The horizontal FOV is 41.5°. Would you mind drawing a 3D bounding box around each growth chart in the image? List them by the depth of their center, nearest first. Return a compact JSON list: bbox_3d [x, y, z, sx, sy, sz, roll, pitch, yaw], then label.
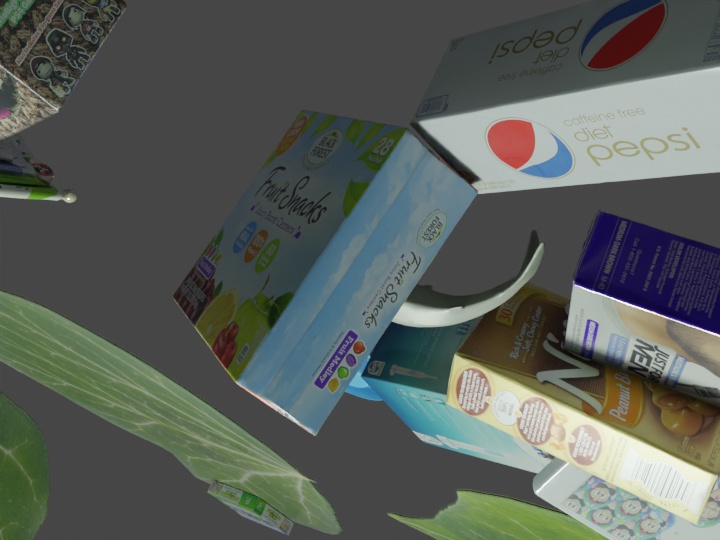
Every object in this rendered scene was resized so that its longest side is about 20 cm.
[{"bbox_3d":[-0.329,-0.134,0.773,0.202,0.018,0.144,56,-160,8],"label":"growth chart"}]

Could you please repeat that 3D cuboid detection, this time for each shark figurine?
[{"bbox_3d":[0.027,0.006,0.689,0.211,0.131,0.089,18,180,29],"label":"shark figurine"}]

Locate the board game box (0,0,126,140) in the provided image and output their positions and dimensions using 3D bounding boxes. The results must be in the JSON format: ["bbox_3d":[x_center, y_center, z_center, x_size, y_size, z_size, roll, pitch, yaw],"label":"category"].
[{"bbox_3d":[-0.295,-0.200,0.671,0.199,0.098,0.158,39,155,-29],"label":"board game box"}]

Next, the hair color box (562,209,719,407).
[{"bbox_3d":[0.239,0.041,0.631,0.196,0.066,0.110,19,157,18],"label":"hair color box"}]

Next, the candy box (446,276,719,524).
[{"bbox_3d":[0.176,0.089,0.708,0.197,0.115,0.056,24,130,20],"label":"candy box"}]

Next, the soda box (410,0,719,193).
[{"bbox_3d":[0.121,-0.089,0.477,0.068,0.064,0.198,41,155,-32],"label":"soda box"}]

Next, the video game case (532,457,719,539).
[{"bbox_3d":[0.279,0.180,0.812,0.198,0.024,0.183,31,121,-11],"label":"video game case"}]

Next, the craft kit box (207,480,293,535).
[{"bbox_3d":[-0.323,0.698,2.797,0.197,0.049,0.198,9,155,38],"label":"craft kit box"}]

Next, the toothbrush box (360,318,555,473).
[{"bbox_3d":[0.123,0.118,0.908,0.197,0.086,0.147,8,151,41],"label":"toothbrush box"}]

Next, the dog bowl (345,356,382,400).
[{"bbox_3d":[-0.034,0.073,1.042,0.110,0.050,0.200,7,150,41],"label":"dog bowl"}]

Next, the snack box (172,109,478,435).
[{"bbox_3d":[-0.034,-0.013,0.611,0.067,0.170,0.200,36,178,-25],"label":"snack box"}]
